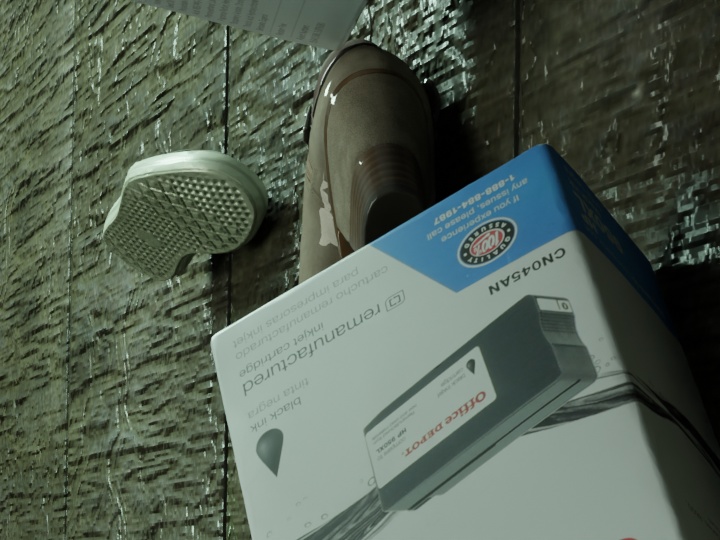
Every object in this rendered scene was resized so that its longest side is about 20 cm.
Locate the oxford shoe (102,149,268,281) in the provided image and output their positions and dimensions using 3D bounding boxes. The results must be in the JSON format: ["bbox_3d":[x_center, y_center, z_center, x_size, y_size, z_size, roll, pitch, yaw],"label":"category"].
[{"bbox_3d":[-0.096,-0.043,1.610,0.058,0.075,0.200,-55,9,-19],"label":"oxford shoe"}]

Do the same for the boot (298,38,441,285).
[{"bbox_3d":[0.000,0.000,1.281,0.146,0.070,0.201,-105,24,-62],"label":"boot"}]

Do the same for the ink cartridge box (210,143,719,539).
[{"bbox_3d":[0.043,0.078,0.944,0.084,0.144,0.200,47,-161,-41],"label":"ink cartridge box"}]

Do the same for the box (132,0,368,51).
[{"bbox_3d":[-0.039,-0.215,1.191,0.200,0.130,0.200,136,147,-82],"label":"box"}]
